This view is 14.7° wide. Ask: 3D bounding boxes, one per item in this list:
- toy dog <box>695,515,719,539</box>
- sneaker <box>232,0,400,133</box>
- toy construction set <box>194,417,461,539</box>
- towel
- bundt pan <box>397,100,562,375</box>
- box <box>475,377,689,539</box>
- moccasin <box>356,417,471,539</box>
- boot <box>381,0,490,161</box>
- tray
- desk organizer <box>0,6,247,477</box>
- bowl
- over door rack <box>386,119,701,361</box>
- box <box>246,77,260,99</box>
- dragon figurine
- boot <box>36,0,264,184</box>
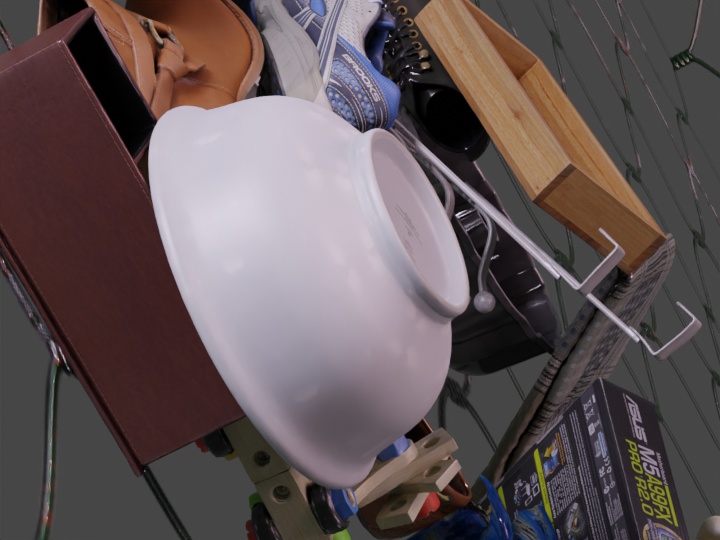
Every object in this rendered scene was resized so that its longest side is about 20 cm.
[{"bbox_3d":[0.196,0.263,1.683,0.139,0.195,0.200,27,19,5],"label":"toy dog"},{"bbox_3d":[-0.026,-0.138,1.607,0.077,0.085,0.201,99,-19,-44],"label":"sneaker"},{"bbox_3d":[-0.036,0.070,1.431,0.200,0.092,0.131,48,19,-15],"label":"toy construction set"},{"bbox_3d":[0.145,0.070,1.855,0.034,0.201,0.193,33,13,8],"label":"towel"},{"bbox_3d":[0.053,-0.015,1.852,0.202,0.076,0.202,56,13,-19],"label":"bundt pan"},{"bbox_3d":[0.124,0.186,1.621,0.044,0.160,0.201,24,34,-26],"label":"box"},{"bbox_3d":[-0.003,0.057,1.559,0.202,0.077,0.074,62,22,-10],"label":"moccasin"},{"bbox_3d":[0.011,-0.167,1.783,0.200,0.077,0.139,34,24,-29],"label":"boot"},{"bbox_3d":[0.107,-0.087,1.702,0.098,0.037,0.200,34,17,-39],"label":"tray"},{"bbox_3d":[-0.116,-0.015,1.304,0.201,0.077,0.072,61,16,-13],"label":"desk organizer"},{"bbox_3d":[-0.010,-0.006,1.315,0.201,0.090,0.202,53,20,-29],"label":"bowl"},{"bbox_3d":[0.081,-0.011,1.604,0.200,0.067,0.148,31,-2,30],"label":"over door rack"},{"bbox_3d":[-0.088,-0.174,1.743,0.144,0.036,0.201,49,22,-44],"label":"box"},{"bbox_3d":[0.077,0.159,1.600,0.059,0.099,0.201,29,36,-36],"label":"dragon figurine"},{"bbox_3d":[-0.122,-0.114,1.488,0.155,0.077,0.201,31,32,-45],"label":"boot"}]
